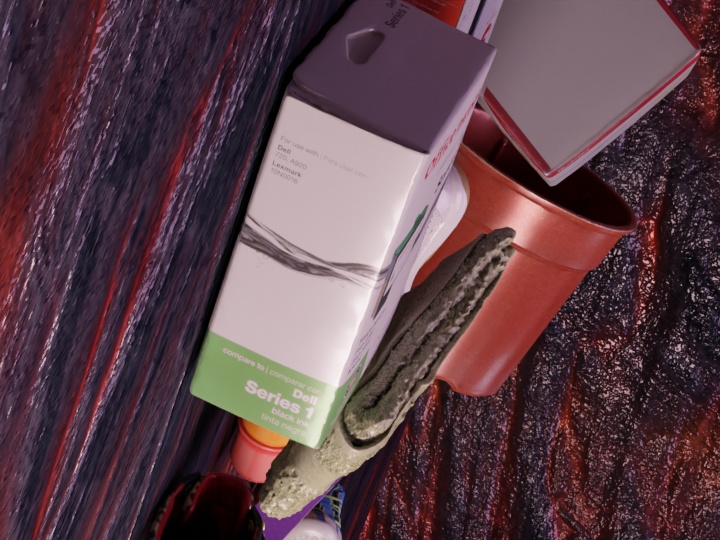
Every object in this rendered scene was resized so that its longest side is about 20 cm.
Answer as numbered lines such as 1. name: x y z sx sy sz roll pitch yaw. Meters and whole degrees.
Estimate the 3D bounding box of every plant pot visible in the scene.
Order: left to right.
1. plant pot: 0.105 -0.011 1.777 0.196 0.200 0.201 -60 176 18

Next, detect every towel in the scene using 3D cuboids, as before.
1. towel: 0.015 0.060 1.261 0.200 0.036 0.148 -53 -175 -36

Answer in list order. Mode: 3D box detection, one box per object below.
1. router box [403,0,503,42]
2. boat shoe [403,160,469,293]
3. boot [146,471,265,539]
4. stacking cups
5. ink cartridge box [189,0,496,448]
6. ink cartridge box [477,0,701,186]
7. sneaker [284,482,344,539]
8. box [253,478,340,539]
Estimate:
1. router box: 0.050 -0.158 1.308 0.200 0.049 0.180 -57 169 -56
2. boat shoe: 0.000 0.000 1.460 0.069 0.071 0.201 -9 136 -51
3. boot: -0.096 0.187 1.281 0.200 0.073 0.151 -50 164 -51
4. stacking cups: -0.039 0.064 1.328 0.061 0.060 0.201 -59 171 -49
5. ink cartridge box: -0.009 -0.030 1.113 0.146 0.084 0.201 -58 171 -56
6. ink cartridge box: 0.150 -0.163 1.523 0.144 0.146 0.200 -40 175 5
7. sneaker: -0.051 0.231 1.915 0.200 0.075 0.106 118 -14 -67
8. box: -0.019 0.118 1.601 0.200 0.039 0.137 -50 -172 47
